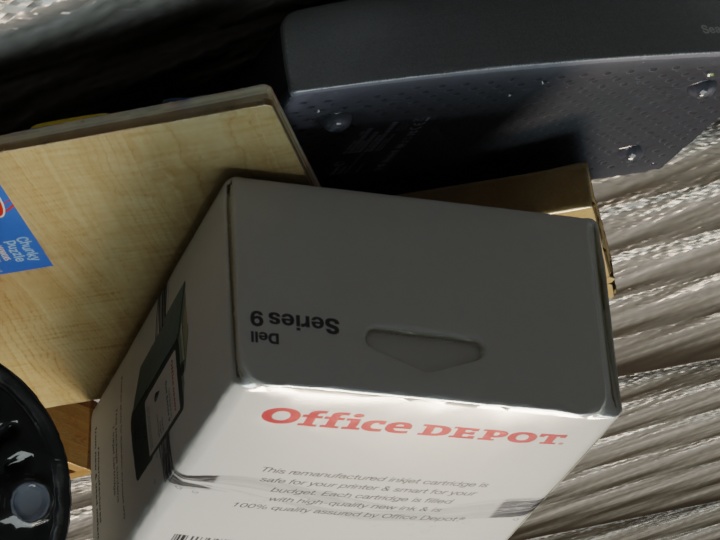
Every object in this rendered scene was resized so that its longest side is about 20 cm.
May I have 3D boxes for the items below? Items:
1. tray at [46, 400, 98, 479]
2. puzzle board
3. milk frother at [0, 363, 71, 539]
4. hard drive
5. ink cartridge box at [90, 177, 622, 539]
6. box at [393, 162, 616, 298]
[{"bbox_3d":[-0.220,0.080,1.319,0.199,0.037,0.098,-16,153,36],"label":"tray"},{"bbox_3d":[-0.081,-0.006,1.102,0.150,0.017,0.200,-9,152,9],"label":"puzzle board"},{"bbox_3d":[-0.220,0.038,1.102,0.180,0.201,0.188,-15,-169,-17],"label":"milk frother"},{"bbox_3d":[0.045,-0.065,1.115,0.199,0.043,0.135,-6,163,-22],"label":"hard drive"},{"bbox_3d":[-0.007,0.053,1.117,0.145,0.085,0.200,6,151,-18],"label":"ink cartridge box"},{"bbox_3d":[0.000,0.000,1.207,0.199,0.021,0.164,-8,166,6],"label":"box"}]
